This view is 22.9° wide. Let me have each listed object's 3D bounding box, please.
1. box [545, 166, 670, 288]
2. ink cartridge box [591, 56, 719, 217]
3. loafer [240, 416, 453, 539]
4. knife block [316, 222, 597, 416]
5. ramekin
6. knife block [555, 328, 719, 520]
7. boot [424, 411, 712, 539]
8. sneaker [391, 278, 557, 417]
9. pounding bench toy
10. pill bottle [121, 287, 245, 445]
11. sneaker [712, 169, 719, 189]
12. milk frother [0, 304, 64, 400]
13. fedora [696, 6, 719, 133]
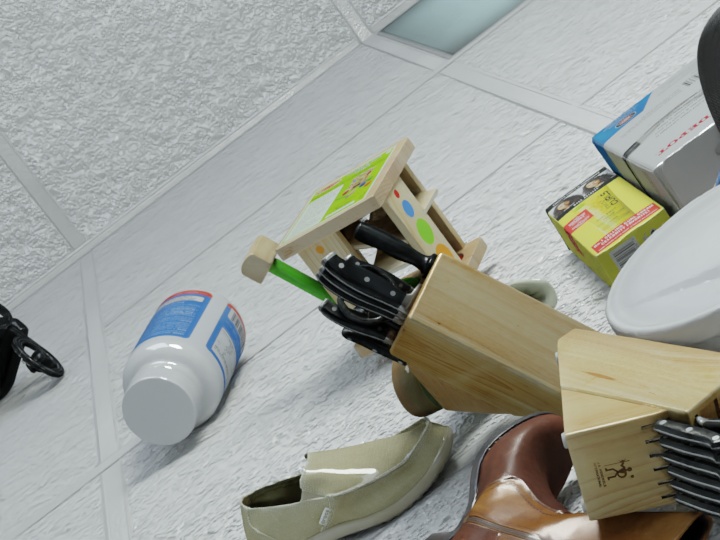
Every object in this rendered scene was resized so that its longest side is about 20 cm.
[{"bbox_3d":[0.221,-0.035,1.546,0.075,0.050,0.200,-35,15,3],"label":"box"},{"bbox_3d":[0.301,-0.112,1.531,0.144,0.084,0.200,-37,14,2],"label":"ink cartridge box"},{"bbox_3d":[-0.016,0.172,1.425,0.200,0.068,0.076,-33,15,13],"label":"loafer"},{"bbox_3d":[0.071,0.034,1.330,0.199,0.176,0.064,2,54,41],"label":"knife block"},{"bbox_3d":[0.273,0.012,1.200,0.202,0.094,0.202,-34,15,10],"label":"ramekin"},{"bbox_3d":[0.215,0.087,1.101,0.175,0.064,0.200,-14,21,10],"label":"knife block"},{"bbox_3d":[0.139,0.154,1.139,0.188,0.069,0.200,-38,17,-36],"label":"boot"},{"bbox_3d":[0.102,0.053,1.477,0.090,0.067,0.200,-27,4,31],"label":"sneaker"},{"bbox_3d":[0.000,0.000,1.739,0.200,0.156,0.124,-28,18,31],"label":"pounding bench toy"},{"bbox_3d":[-0.199,0.108,1.955,0.112,0.112,0.200,-31,15,21],"label":"pill bottle"},{"bbox_3d":[0.278,-0.035,1.338,0.200,0.090,0.075,-30,16,23],"label":"sneaker"},{"bbox_3d":[-0.550,0.158,2.595,0.200,0.180,0.189,44,119,47],"label":"milk frother"},{"bbox_3d":[0.361,-0.150,1.353,0.090,0.177,0.200,-31,12,-26],"label":"fedora"}]
